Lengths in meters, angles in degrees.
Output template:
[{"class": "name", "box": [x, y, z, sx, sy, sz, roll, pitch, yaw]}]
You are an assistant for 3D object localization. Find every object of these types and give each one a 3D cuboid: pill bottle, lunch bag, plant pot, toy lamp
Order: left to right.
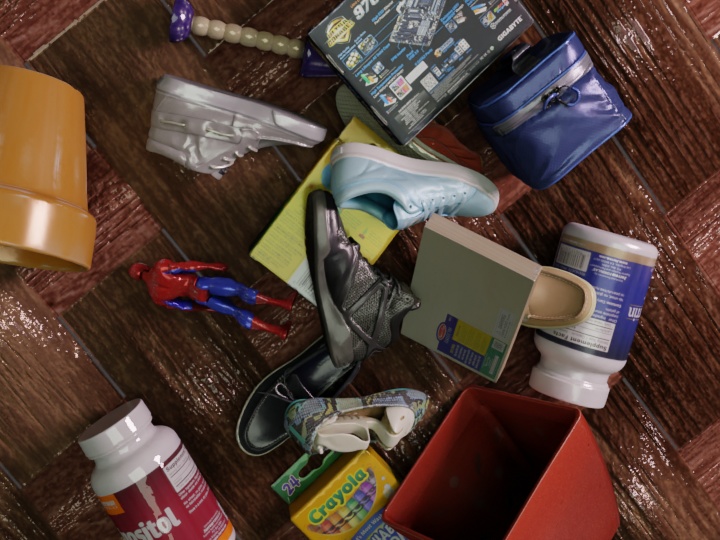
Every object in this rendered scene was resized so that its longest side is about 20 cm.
[{"class": "plant pot", "box": [-0.370, -0.108, 1.046, 0.197, 0.200, 0.186, 9, 82, -8]}, {"class": "pill bottle", "box": [-0.238, 0.256, 1.145, 0.112, 0.113, 0.202, -30, 100, -2]}, {"class": "toy lamp", "box": [-0.113, -0.258, 1.116, 0.197, 0.058, 0.059, 13, 97, -6]}, {"class": "plant pot", "box": [0.182, 0.277, 1.148, 0.176, 0.199, 0.201, 47, 69, -26]}, {"class": "lunch bag", "box": [0.197, -0.184, 1.091, 0.135, 0.200, 0.133, -38, 98, 5]}, {"class": "pill bottle", "box": [0.271, 0.053, 1.178, 0.114, 0.116, 0.203, 14, 97, -9]}]

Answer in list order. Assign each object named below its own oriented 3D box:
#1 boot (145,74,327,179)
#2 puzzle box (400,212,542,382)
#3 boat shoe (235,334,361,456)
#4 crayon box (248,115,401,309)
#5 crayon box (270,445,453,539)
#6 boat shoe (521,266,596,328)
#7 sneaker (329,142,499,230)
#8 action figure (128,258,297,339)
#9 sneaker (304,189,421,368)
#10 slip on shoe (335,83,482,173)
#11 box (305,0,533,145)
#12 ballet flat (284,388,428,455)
[{"class": "boot", "box": [-0.143, -0.149, 1.126, 0.197, 0.074, 0.097, 17, 102, -1]}, {"class": "puzzle box", "box": [0.118, 0.035, 1.113, 0.132, 0.201, 0.026, 27, 53, 13]}, {"class": "boat shoe", "box": [-0.071, 0.144, 1.176, 0.200, 0.062, 0.075, -42, 103, 2]}, {"class": "crayon box", "box": [-0.023, -0.062, 1.157, 0.127, 0.051, 0.201, 38, 93, -11]}, {"class": "crayon box", "box": [0.002, 0.298, 1.213, 0.126, 0.052, 0.200, -43, 101, 0]}, {"class": "boat shoe", "box": [0.167, 0.023, 1.136, 0.198, 0.066, 0.075, 8, 90, 28]}, {"class": "sneaker", "box": [0.058, -0.074, 1.087, 0.197, 0.074, 0.083, 11, 64, -12]}, {"class": "action figure", "box": [-0.173, 0.025, 1.142, 0.197, 0.052, 0.066, 15, 120, 3]}, {"class": "sneaker", "box": [0.000, 0.000, 1.108, 0.113, 0.076, 0.202, -15, 102, -9]}, {"class": "slip on shoe", "box": [0.058, -0.156, 1.152, 0.199, 0.074, 0.062, 33, 59, -5]}, {"class": "box", "box": [0.064, -0.261, 1.072, 0.200, 0.046, 0.159, -43, 102, 1]}, {"class": "ballet flat", "box": [0.007, 0.183, 1.155, 0.198, 0.074, 0.075, -3, 100, -30]}]
